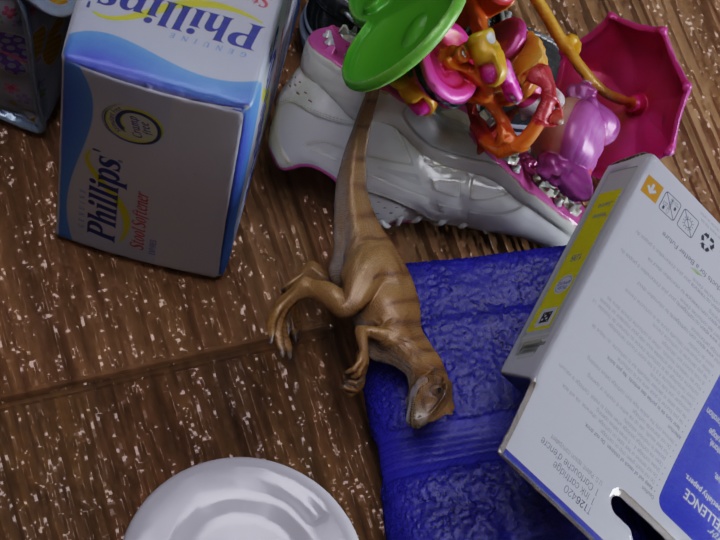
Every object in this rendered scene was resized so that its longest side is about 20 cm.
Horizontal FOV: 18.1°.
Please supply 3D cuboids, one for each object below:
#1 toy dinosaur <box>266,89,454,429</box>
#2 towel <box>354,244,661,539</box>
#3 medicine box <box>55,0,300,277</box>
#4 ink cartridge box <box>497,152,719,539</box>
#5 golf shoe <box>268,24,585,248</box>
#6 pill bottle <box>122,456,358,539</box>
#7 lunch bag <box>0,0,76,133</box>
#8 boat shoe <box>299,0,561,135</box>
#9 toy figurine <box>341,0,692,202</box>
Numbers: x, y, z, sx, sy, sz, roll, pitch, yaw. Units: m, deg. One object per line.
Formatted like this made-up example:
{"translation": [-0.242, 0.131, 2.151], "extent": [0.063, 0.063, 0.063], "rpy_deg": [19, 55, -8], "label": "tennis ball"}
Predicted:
{"translation": [0.000, 0.000, 1.218], "extent": [0.106, 0.060, 0.201], "rpy_deg": [-22, 70, 12], "label": "toy dinosaur"}
{"translation": [0.078, 0.080, 1.214], "extent": [0.147, 0.050, 0.201], "rpy_deg": [-6, 63, -7], "label": "towel"}
{"translation": [-0.093, -0.131, 1.230], "extent": [0.102, 0.182, 0.201], "rpy_deg": [14, 61, -1], "label": "medicine box"}
{"translation": [0.165, 0.077, 1.181], "extent": [0.198, 0.047, 0.201], "rpy_deg": [44, 61, -21], "label": "ink cartridge box"}
{"translation": [0.038, -0.056, 1.282], "extent": [0.199, 0.092, 0.075], "rpy_deg": [32, 20, -10], "label": "golf shoe"}
{"translation": [-0.062, 0.176, 1.060], "extent": [0.111, 0.200, 0.112], "rpy_deg": [3, 61, -6], "label": "pill bottle"}
{"translation": [-0.192, -0.201, 1.240], "extent": [0.126, 0.200, 0.170], "rpy_deg": [16, 60, 5], "label": "lunch bag"}
{"translation": [0.061, -0.127, 1.315], "extent": [0.199, 0.071, 0.072], "rpy_deg": [14, 61, -1], "label": "boat shoe"}
{"translation": [0.099, -0.110, 1.217], "extent": [0.184, 0.150, 0.201], "rpy_deg": [44, 48, -24], "label": "toy figurine"}
